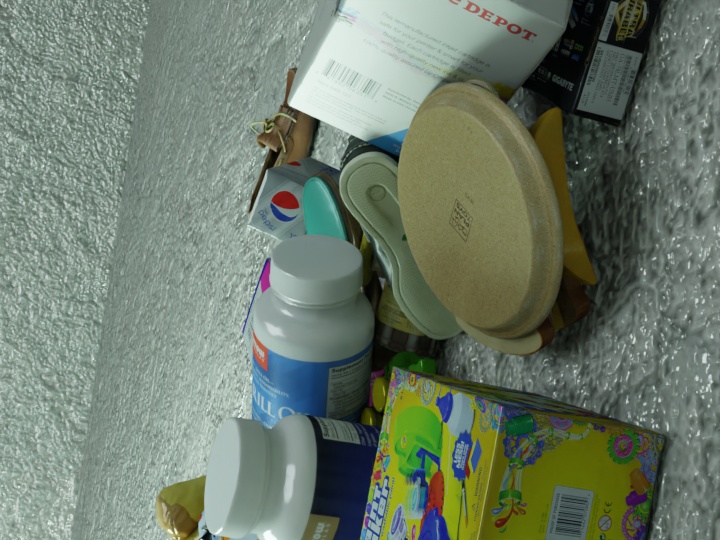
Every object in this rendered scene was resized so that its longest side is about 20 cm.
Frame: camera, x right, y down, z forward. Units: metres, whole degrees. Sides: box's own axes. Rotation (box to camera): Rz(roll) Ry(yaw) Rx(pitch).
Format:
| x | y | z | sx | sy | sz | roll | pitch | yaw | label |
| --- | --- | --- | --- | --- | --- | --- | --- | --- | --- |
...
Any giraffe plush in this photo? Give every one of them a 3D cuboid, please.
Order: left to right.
| x | y | z | sx | sy | sz | roll | pitch | yaw | label |
| --- | --- | --- | --- | --- | --- | --- | --- | --- | --- |
| -0.103 | 0.271 | 1.320 | 0.201 | 0.173 | 0.161 | -49 | 22 | -22 | giraffe plush |

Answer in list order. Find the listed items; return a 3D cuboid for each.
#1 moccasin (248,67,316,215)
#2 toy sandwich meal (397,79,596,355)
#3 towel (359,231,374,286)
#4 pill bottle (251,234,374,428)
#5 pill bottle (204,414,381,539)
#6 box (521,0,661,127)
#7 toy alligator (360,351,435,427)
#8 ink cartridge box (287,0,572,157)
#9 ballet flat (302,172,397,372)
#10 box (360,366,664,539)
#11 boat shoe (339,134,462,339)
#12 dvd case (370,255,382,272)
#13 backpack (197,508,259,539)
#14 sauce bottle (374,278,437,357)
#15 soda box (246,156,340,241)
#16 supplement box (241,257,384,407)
| x | y | z | sx | sy | sz | roll | pitch | yaw | label |
| --- | --- | --- | --- | --- | --- | --- | --- | --- | --- |
| -0.107 | -0.167 | 1.620 | 0.074 | 0.076 | 0.205 | -144 | 67 | -68 | moccasin |
| 0.101 | -0.039 | 0.888 | 0.205 | 0.069 | 0.208 | 37 | 136 | 47 | toy sandwich meal |
| 0.025 | -0.096 | 1.116 | 0.202 | 0.022 | 0.145 | 98 | -169 | -45 | towel |
| -0.044 | 0.075 | 1.109 | 0.113 | 0.110 | 0.203 | -114 | 24 | -58 | pill bottle |
| -0.024 | 0.184 | 1.025 | 0.115 | 0.197 | 0.118 | -169 | 90 | -70 | pill bottle |
| 0.170 | -0.232 | 0.937 | 0.200 | 0.049 | 0.202 | -128 | 53 | -65 | box |
| 0.027 | 0.133 | 1.110 | 0.202 | 0.058 | 0.055 | 109 | 153 | -42 | toy alligator |
| 0.057 | -0.202 | 0.917 | 0.200 | 0.145 | 0.146 | -49 | 20 | 55 | ink cartridge box |
| 0.000 | 0.000 | 1.200 | 0.068 | 0.071 | 0.203 | -35 | 67 | 48 | ballet flat |
| 0.089 | 0.185 | 0.833 | 0.192 | 0.120 | 0.204 | -173 | 94 | -71 | box |
| 0.042 | -0.029 | 1.029 | 0.071 | 0.201 | 0.068 | -27 | 31 | 7 | boat shoe |
| 0.052 | -0.106 | 1.148 | 0.149 | 0.016 | 0.203 | -39 | -37 | -77 | dvd case |
| -0.067 | 0.278 | 1.145 | 0.190 | 0.198 | 0.156 | -37 | 45 | 43 | backpack |
| 0.064 | -0.026 | 1.099 | 0.065 | 0.064 | 0.203 | -141 | 65 | -68 | sauce bottle |
| -0.059 | -0.076 | 1.327 | 0.200 | 0.067 | 0.064 | -40 | -27 | -76 | soda box |
| -0.054 | 0.084 | 1.307 | 0.201 | 0.102 | 0.102 | -113 | 40 | -59 | supplement box |
